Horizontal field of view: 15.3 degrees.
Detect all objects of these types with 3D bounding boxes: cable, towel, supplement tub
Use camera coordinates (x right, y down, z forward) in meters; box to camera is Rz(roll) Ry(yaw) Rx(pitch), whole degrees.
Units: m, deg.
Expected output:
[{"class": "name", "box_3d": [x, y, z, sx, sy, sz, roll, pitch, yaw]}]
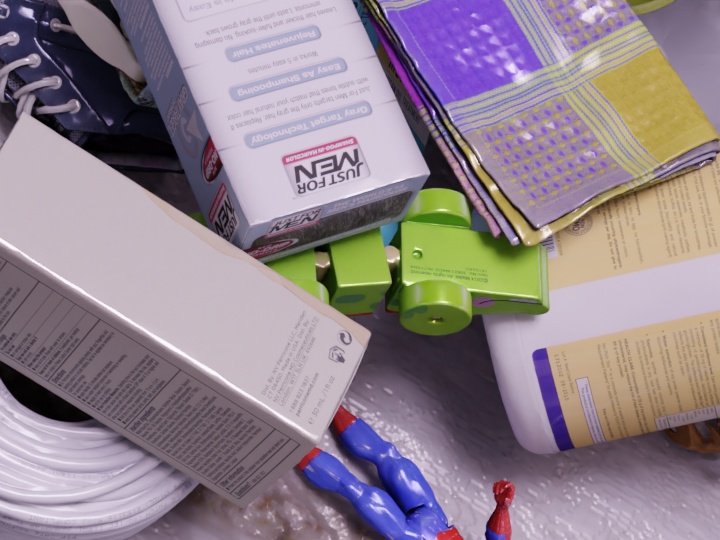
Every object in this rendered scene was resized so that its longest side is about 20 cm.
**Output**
[{"class": "cable", "box_3d": [-0.157, 0.042, 1.360, 0.200, 0.069, 0.200, 31, 58, -10]}, {"class": "towel", "box_3d": [0.088, -0.115, 1.396, 0.143, 0.023, 0.201, -22, 72, -23]}, {"class": "supplement tub", "box_3d": [0.168, 0.011, 1.444, 0.199, 0.145, 0.146, -12, 69, 7]}]

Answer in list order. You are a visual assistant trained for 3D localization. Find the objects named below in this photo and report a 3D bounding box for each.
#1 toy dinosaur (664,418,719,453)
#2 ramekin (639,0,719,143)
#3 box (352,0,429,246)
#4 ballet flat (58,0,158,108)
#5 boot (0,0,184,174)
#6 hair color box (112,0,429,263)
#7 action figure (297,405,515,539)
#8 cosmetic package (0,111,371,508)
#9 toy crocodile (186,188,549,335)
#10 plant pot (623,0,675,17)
[{"class": "toy dinosaur", "box_3d": [0.239, 0.086, 1.543, 0.106, 0.060, 0.201, -22, 79, -34]}, {"class": "ramekin", "box_3d": [0.140, -0.122, 1.563, 0.199, 0.105, 0.201, 11, 62, -22]}, {"class": "box", "box_3d": [0.007, -0.108, 1.447, 0.082, 0.049, 0.201, 48, 54, -54]}, {"class": "ballet flat", "box_3d": [-0.139, -0.169, 1.389, 0.074, 0.074, 0.200, -27, 76, -33]}, {"class": "boot", "box_3d": [-0.173, -0.111, 1.418, 0.199, 0.073, 0.091, 9, 58, -24]}, {"class": "hair color box", "box_3d": [-0.054, -0.109, 1.323, 0.099, 0.061, 0.201, -17, 72, -21]}, {"class": "action figure", "box_3d": [0.037, 0.124, 1.405, 0.200, 0.099, 0.065, 49, 57, -1]}, {"class": "cosmetic package", "box_3d": [-0.108, 0.022, 1.289, 0.200, 0.104, 0.073, 34, 57, -10]}, {"class": "toy crocodile", "box_3d": [0.000, 0.000, 1.357, 0.199, 0.062, 0.068, 1, 64, -14]}, {"class": "plant pot", "box_3d": [0.192, -0.253, 1.488, 0.192, 0.200, 0.201, -16, 75, -44]}]
